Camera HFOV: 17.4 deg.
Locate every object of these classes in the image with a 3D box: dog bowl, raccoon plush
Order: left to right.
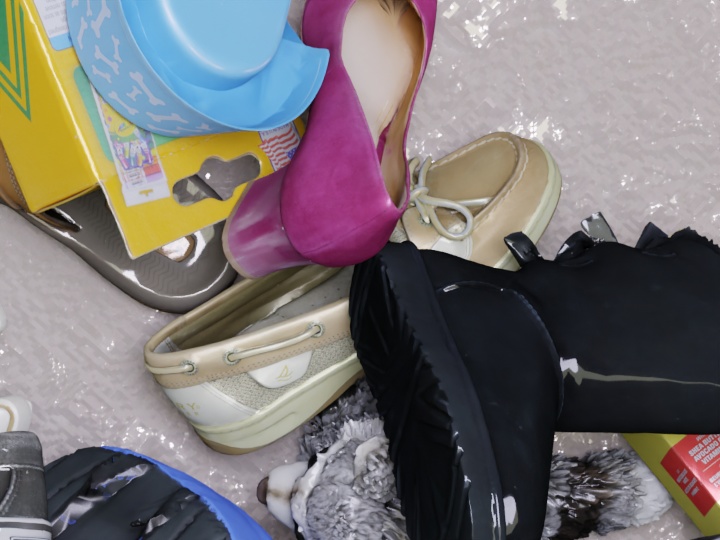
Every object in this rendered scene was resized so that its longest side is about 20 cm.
[{"bbox_3d":[-0.061,-0.142,0.978,0.111,0.050,0.200,33,56,-32],"label":"dog bowl"},{"bbox_3d":[0.053,0.091,1.024,0.200,0.134,0.097,-11,95,-9],"label":"raccoon plush"}]

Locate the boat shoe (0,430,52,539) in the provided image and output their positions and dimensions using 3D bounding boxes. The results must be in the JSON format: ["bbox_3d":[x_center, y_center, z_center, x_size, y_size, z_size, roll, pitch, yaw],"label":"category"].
[{"bbox_3d":[-0.216,0.103,0.950,0.200,0.071,0.064,-9,75,15],"label":"boat shoe"}]

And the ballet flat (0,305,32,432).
[{"bbox_3d":[-0.181,0.048,1.012,0.070,0.067,0.200,-15,94,19],"label":"ballet flat"}]

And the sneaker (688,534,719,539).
[{"bbox_3d":[0.073,0.165,1.043,0.104,0.200,0.060,-16,82,-47],"label":"sneaker"}]

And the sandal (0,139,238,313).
[{"bbox_3d":[-0.137,-0.048,1.026,0.200,0.055,0.082,38,86,-10],"label":"sandal"}]

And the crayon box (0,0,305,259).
[{"bbox_3d":[-0.107,-0.109,0.994,0.126,0.052,0.200,-25,94,-46],"label":"crayon box"}]

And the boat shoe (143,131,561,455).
[{"bbox_3d":[-0.002,-0.001,1.037,0.201,0.073,0.063,-35,128,0],"label":"boat shoe"}]

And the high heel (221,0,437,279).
[{"bbox_3d":[0.012,-0.082,0.994,0.067,0.096,0.200,49,50,-23],"label":"high heel"}]

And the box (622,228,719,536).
[{"bbox_3d":[0.176,0.083,1.051,0.075,0.050,0.200,-34,76,-13],"label":"box"}]

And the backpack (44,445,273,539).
[{"bbox_3d":[-0.105,0.184,0.991,0.200,0.162,0.168,-58,140,-6],"label":"backpack"}]

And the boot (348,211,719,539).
[{"bbox_3d":[0.091,0.051,0.946,0.162,0.198,0.073,2,126,-16],"label":"boot"}]
